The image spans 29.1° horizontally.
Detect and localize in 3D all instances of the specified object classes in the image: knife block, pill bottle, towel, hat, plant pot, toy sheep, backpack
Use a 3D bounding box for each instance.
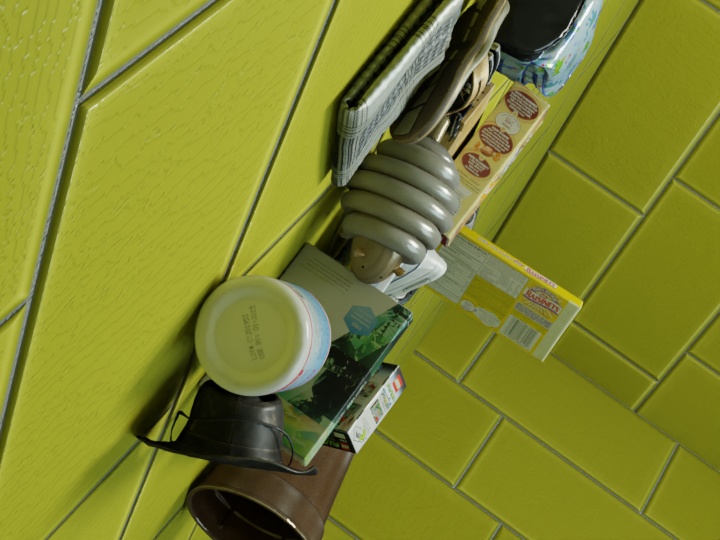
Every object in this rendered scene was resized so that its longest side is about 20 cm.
[{"bbox_3d":[0.114,-0.203,1.603,0.176,0.064,0.200,-57,172,23],"label":"knife block"},{"bbox_3d":[-0.086,0.063,1.330,0.109,0.109,0.200,-55,172,1],"label":"pill bottle"},{"bbox_3d":[0.041,-0.184,1.331,0.200,0.034,0.193,-54,172,-17],"label":"towel"},{"bbox_3d":[-0.125,0.150,1.362,0.201,0.200,0.081,67,32,-82],"label":"hat"},{"bbox_3d":[-0.110,0.288,1.944,0.199,0.200,0.200,-59,176,-35],"label":"plant pot"},{"bbox_3d":[0.044,-0.078,1.490,0.138,0.137,0.201,66,45,-82],"label":"toy sheep"},{"bbox_3d":[0.209,-0.288,1.624,0.164,0.153,0.200,-60,-173,-10],"label":"backpack"}]

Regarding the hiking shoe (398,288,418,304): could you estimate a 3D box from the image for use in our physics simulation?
[{"bbox_3d":[0.013,0.054,2.140,0.200,0.074,0.087,-39,173,-33],"label":"hiking shoe"}]

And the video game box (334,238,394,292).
[{"bbox_3d":[0.000,0.000,1.659,0.182,0.047,0.200,-53,-170,-1],"label":"video game box"}]

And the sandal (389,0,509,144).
[{"bbox_3d":[0.105,-0.206,1.456,0.080,0.054,0.200,5,-124,55],"label":"sandal"}]

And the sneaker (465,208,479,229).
[{"bbox_3d":[0.104,-0.102,1.813,0.076,0.114,0.199,-57,171,4],"label":"sneaker"}]

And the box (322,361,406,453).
[{"bbox_3d":[-0.060,0.137,1.561,0.110,0.199,0.035,-49,134,-35],"label":"box"}]

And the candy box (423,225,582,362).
[{"bbox_3d":[0.182,0.027,1.821,0.102,0.200,0.026,-59,176,29],"label":"candy box"}]

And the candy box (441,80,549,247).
[{"bbox_3d":[0.146,-0.127,1.681,0.200,0.055,0.115,-52,176,-1],"label":"candy box"}]

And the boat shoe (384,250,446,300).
[{"bbox_3d":[0.030,0.015,1.774,0.200,0.065,0.074,-20,-139,53],"label":"boat shoe"}]

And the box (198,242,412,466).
[{"bbox_3d":[-0.058,0.088,1.488,0.200,0.144,0.036,-54,166,-14],"label":"box"}]
